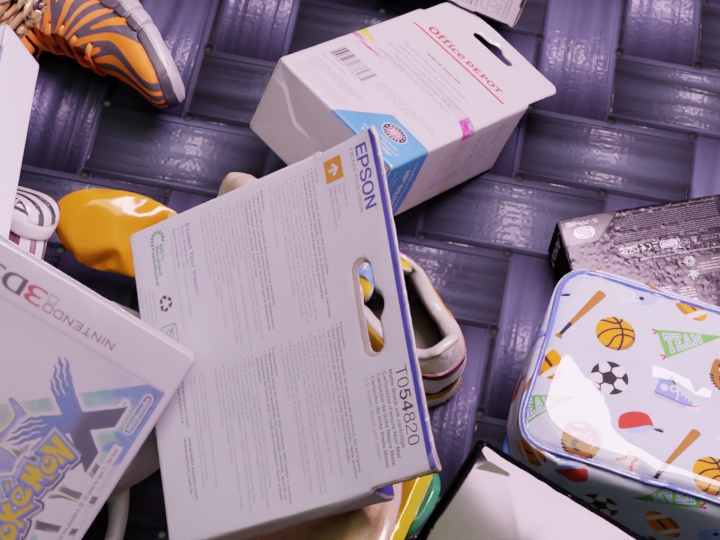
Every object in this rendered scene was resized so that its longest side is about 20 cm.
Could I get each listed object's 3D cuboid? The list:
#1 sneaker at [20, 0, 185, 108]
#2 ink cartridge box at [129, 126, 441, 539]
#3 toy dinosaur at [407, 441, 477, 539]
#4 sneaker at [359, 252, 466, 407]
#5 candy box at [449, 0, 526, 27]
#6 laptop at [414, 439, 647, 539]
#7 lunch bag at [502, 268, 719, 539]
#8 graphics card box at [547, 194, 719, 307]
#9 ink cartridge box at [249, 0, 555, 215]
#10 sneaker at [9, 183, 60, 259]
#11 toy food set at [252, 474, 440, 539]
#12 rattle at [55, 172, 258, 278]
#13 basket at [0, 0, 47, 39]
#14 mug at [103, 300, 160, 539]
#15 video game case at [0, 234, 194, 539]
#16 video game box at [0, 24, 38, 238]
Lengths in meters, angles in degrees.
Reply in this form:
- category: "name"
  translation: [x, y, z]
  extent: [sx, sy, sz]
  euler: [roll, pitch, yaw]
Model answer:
- category: "sneaker"
  translation: [-0.218, -0.166, 1.181]
  extent: [0.112, 0.078, 0.200]
  euler: [-36, 59, -13]
- category: "ink cartridge box"
  translation: [-0.041, 0.044, 0.921]
  extent: [0.199, 0.040, 0.201]
  euler: [-20, 71, 34]
- category: "toy dinosaur"
  translation: [0.053, 0.185, 1.002]
  extent: [0.136, 0.102, 0.200]
  euler: [-40, 92, -2]
- category: "sneaker"
  translation: [0.000, 0.000, 1.088]
  extent: [0.075, 0.090, 0.200]
  euler: [-41, 72, -20]
- category: "candy box"
  translation: [0.050, -0.279, 1.215]
  extent: [0.199, 0.061, 0.137]
  euler: [24, 47, 1]
- category: "laptop"
  translation: [0.095, 0.245, 0.951]
  extent: [0.186, 0.116, 0.201]
  euler: [30, 68, 12]
- category: "lunch bag"
  translation: [0.198, 0.087, 1.004]
  extent: [0.198, 0.076, 0.161]
  euler: [19, 55, 6]
- category: "graphics card box"
  translation: [0.212, 0.052, 1.092]
  extent: [0.124, 0.051, 0.202]
  euler: [-10, 66, -7]
- category: "ink cartridge box"
  translation: [0.035, -0.115, 1.136]
  extent: [0.115, 0.068, 0.199]
  euler: [45, 43, 18]
- category: "sneaker"
  translation: [-0.296, -0.013, 1.099]
  extent: [0.199, 0.075, 0.117]
  euler: [16, 102, 33]
- category: "toy food set"
  translation: [-0.040, 0.186, 0.953]
  extent: [0.049, 0.197, 0.201]
  euler: [41, 56, -18]
- category: "rattle"
  translation: [-0.113, 0.009, 1.020]
  extent: [0.142, 0.130, 0.201]
  euler: [28, 27, -25]
- category: "basket"
  translation: [-0.322, -0.233, 1.112]
  extent: [0.143, 0.149, 0.200]
  euler: [-43, 43, -6]
- category: "mug"
  translation: [-0.209, 0.109, 1.010]
  extent: [0.174, 0.148, 0.202]
  euler: [-4, 95, -4]
- category: "video game case"
  translation: [-0.219, 0.087, 0.900]
  extent: [0.182, 0.022, 0.201]
  euler: [33, 91, -22]
- category: "video game box"
  translation: [-0.298, -0.050, 1.001]
  extent: [0.181, 0.047, 0.201]
  euler: [-20, 43, 17]
